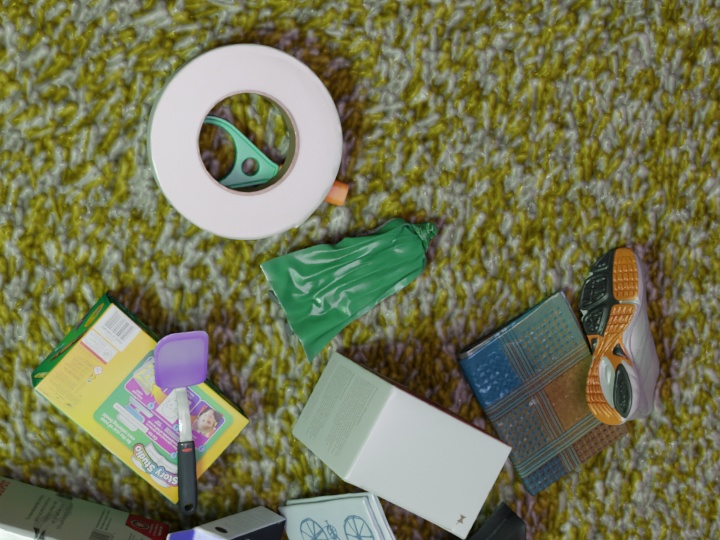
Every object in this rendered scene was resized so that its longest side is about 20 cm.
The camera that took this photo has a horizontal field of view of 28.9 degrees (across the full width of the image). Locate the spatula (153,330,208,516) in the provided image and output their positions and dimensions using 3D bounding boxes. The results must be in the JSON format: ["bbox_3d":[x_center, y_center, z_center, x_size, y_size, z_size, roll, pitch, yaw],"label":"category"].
[{"bbox_3d":[-0.181,0.158,1.430,0.056,0.021,0.201,-5,103,-17],"label":"spatula"}]

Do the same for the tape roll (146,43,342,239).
[{"bbox_3d":[-0.118,-0.131,1.430,0.202,0.037,0.204,-2,98,-15],"label":"tape roll"}]

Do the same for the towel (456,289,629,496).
[{"bbox_3d":[0.210,0.141,1.599,0.146,0.022,0.200,-31,108,-8],"label":"towel"}]

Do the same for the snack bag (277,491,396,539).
[{"bbox_3d":[-0.001,0.331,1.475,0.021,0.188,0.201,-23,91,-35],"label":"snack bag"}]

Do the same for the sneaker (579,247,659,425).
[{"bbox_3d":[0.303,0.075,1.596,0.092,0.075,0.201,8,84,-50],"label":"sneaker"}]

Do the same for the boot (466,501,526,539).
[{"bbox_3d":[0.100,0.366,1.578,0.066,0.165,0.200,41,62,12],"label":"boot"}]

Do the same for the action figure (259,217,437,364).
[{"bbox_3d":[0.000,0.000,1.497,0.199,0.055,0.119,-28,105,-16],"label":"action figure"}]

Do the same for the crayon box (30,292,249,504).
[{"bbox_3d":[-0.228,0.134,1.455,0.200,0.058,0.119,43,87,-18],"label":"crayon box"}]

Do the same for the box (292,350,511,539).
[{"bbox_3d":[0.039,0.177,1.460,0.152,0.200,0.107,29,87,-20],"label":"box"}]

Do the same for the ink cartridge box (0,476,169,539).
[{"bbox_3d":[-0.303,0.284,1.398,0.199,0.144,0.084,18,96,-5],"label":"ink cartridge box"}]

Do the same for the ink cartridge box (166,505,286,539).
[{"bbox_3d":[-0.158,0.357,1.454,0.043,0.200,0.199,17,96,24],"label":"ink cartridge box"}]

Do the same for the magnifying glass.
[{"bbox_3d":[-0.108,-0.107,1.464,0.199,0.022,0.080,16,95,-18],"label":"magnifying glass"}]
